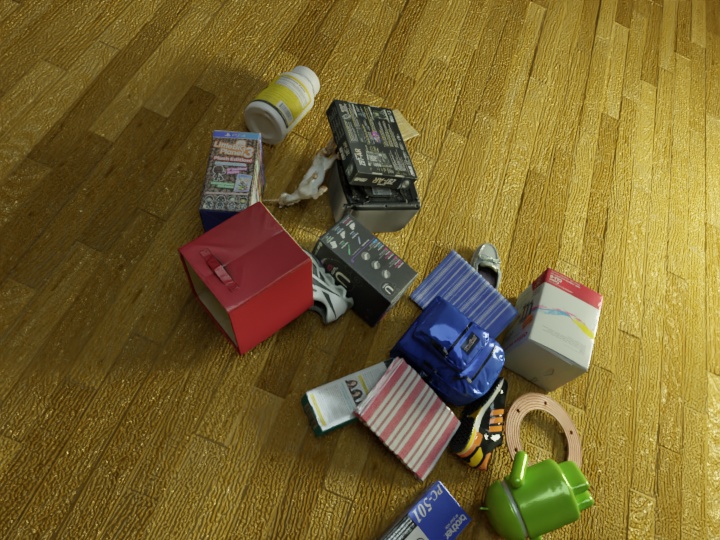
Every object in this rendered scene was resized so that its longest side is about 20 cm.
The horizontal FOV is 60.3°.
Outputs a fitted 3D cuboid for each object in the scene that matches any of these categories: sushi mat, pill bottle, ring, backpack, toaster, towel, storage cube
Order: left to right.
[{"bbox_3d":[-0.208,0.015,1.164,0.179,0.200,0.171,-35,65,-21],"label":"storage cube"},{"bbox_3d":[-0.180,-0.401,1.480,0.111,0.111,0.200,33,56,2],"label":"pill bottle"},{"bbox_3d":[0.019,-0.187,1.420,0.199,0.119,0.181,-3,62,-21],"label":"toaster"},{"bbox_3d":[0.050,-0.350,1.587,0.200,0.012,0.096,-29,76,-30],"label":"sushi mat"},{"bbox_3d":[0.094,0.285,1.192,0.200,0.030,0.146,48,65,-13],"label":"towel"},{"bbox_3d":[0.183,0.170,1.244,0.200,0.168,0.163,41,69,5],"label":"backpack"},{"bbox_3d":[0.223,0.074,1.348,0.200,0.024,0.145,44,97,10],"label":"towel"},{"bbox_3d":[0.374,0.352,1.276,0.200,0.019,0.201,13,61,-24],"label":"ring"}]

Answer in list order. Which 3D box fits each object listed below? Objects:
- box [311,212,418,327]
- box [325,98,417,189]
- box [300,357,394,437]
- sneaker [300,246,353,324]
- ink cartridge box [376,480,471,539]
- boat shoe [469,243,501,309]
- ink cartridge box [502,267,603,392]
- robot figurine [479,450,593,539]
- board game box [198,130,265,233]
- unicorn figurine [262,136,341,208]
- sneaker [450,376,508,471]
[{"bbox_3d":[0.000,0.000,1.303,0.200,0.122,0.106,41,56,7],"label":"box"},{"bbox_3d":[0.025,-0.275,1.355,0.160,0.044,0.201,-1,61,-34],"label":"box"},{"bbox_3d":[-0.008,0.245,1.203,0.199,0.049,0.083,-16,69,-26],"label":"box"},{"bbox_3d":[-0.112,0.026,1.279,0.200,0.074,0.088,43,56,8],"label":"sneaker"},{"bbox_3d":[0.100,0.480,1.108,0.200,0.044,0.094,-36,79,-32],"label":"ink cartridge box"},{"bbox_3d":[0.290,0.016,1.428,0.074,0.065,0.203,22,57,-5],"label":"boat shoe"},{"bbox_3d":[0.415,0.132,1.356,0.144,0.145,0.200,28,56,-2],"label":"ink cartridge box"},{"bbox_3d":[0.322,0.427,1.150,0.199,0.176,0.116,-23,27,1],"label":"robot figurine"},{"bbox_3d":[-0.258,-0.158,1.275,0.096,0.160,0.201,3,59,-3],"label":"board game box"},{"bbox_3d":[-0.110,-0.202,1.365,0.074,0.137,0.200,49,66,-14],"label":"unicorn figurine"},{"bbox_3d":[0.258,0.311,1.256,0.090,0.070,0.200,46,55,-10],"label":"sneaker"}]
